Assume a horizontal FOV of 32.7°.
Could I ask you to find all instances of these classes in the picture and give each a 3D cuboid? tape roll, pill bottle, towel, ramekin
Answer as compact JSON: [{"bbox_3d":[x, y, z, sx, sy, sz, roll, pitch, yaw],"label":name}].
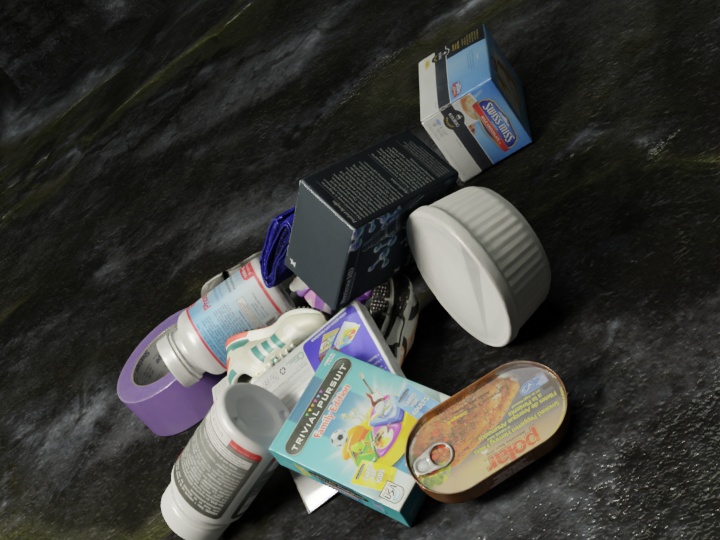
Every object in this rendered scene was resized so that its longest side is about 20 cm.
[{"bbox_3d":[-0.286,0.158,1.954,0.198,0.085,0.201,-30,29,19],"label":"tape roll"},{"bbox_3d":[-0.198,0.081,1.808,0.199,0.109,0.109,-36,28,1],"label":"pill bottle"},{"bbox_3d":[-0.176,0.252,1.585,0.201,0.113,0.115,-55,19,29],"label":"pill bottle"},{"bbox_3d":[-0.054,-0.068,1.709,0.199,0.050,0.148,-32,-18,-34],"label":"towel"},{"bbox_3d":[0.154,-0.012,1.540,0.094,0.204,0.202,-34,25,-17],"label":"ramekin"}]

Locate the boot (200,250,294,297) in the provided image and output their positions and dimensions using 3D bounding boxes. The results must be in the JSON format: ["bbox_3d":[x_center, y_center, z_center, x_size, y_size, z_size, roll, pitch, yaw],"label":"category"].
[{"bbox_3d":[-0.168,0.002,2.011,0.197,0.070,0.174,-18,5,10],"label":"boot"}]

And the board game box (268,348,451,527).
[{"bbox_3d":[0.009,0.196,1.475,0.198,0.047,0.152,19,66,32],"label":"board game box"}]

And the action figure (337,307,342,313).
[{"bbox_3d":[-0.042,0.115,1.748,0.118,0.055,0.200,-40,31,-4],"label":"action figure"}]

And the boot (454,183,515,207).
[{"bbox_3d":[0.125,-0.049,1.766,0.165,0.066,0.200,-46,32,-5],"label":"boot"}]

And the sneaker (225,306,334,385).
[{"bbox_3d":[-0.110,0.119,1.689,0.198,0.070,0.095,-21,57,35],"label":"sneaker"}]

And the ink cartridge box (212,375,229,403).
[{"bbox_3d":[-0.123,0.168,1.744,0.199,0.050,0.162,-38,32,13],"label":"ink cartridge box"}]

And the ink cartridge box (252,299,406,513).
[{"bbox_3d":[-0.029,0.177,1.585,0.197,0.043,0.202,-39,59,17],"label":"ink cartridge box"}]

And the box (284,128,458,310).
[{"bbox_3d":[0.014,-0.069,1.606,0.199,0.150,0.107,-29,59,-35],"label":"box"}]

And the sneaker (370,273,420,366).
[{"bbox_3d":[0.039,0.110,1.647,0.073,0.080,0.203,10,69,29],"label":"sneaker"}]

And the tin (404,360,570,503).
[{"bbox_3d":[0.144,0.183,1.376,0.198,0.042,0.113,-31,47,0],"label":"tin"}]

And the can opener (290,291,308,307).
[{"bbox_3d":[-0.038,0.023,1.871,0.199,0.067,0.053,-16,33,53],"label":"can opener"}]

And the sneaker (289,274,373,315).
[{"bbox_3d":[0.000,0.000,1.751,0.198,0.089,0.081,-33,-5,-6],"label":"sneaker"}]

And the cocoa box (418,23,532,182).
[{"bbox_3d":[0.178,-0.266,1.925,0.130,0.134,0.201,-28,30,20],"label":"cocoa box"}]
